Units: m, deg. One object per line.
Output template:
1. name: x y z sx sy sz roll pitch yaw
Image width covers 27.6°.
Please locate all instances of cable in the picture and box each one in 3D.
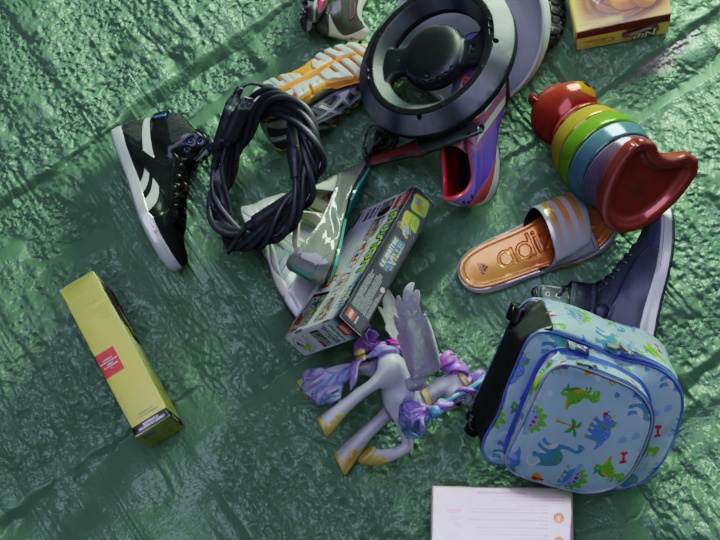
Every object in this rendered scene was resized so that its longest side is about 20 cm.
1. cable: -0.109 -0.107 1.665 0.163 0.051 0.201 28 105 35

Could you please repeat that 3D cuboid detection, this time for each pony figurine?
1. pony figurine: 0.036 0.114 1.628 0.199 0.167 0.194 -27 104 -5

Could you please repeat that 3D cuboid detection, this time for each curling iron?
1. curling iron: 0.067 -0.152 1.686 0.199 0.025 0.050 -3 84 52

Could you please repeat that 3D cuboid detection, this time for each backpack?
1. backpack: 0.237 0.146 1.550 0.199 0.147 0.184 15 115 -13

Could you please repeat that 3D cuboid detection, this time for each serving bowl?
1. serving bowl: 0.142 -0.295 1.732 0.199 0.066 0.201 10 108 32

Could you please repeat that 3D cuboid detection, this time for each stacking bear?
1. stacking bear: 0.265 -0.144 1.664 0.114 0.121 0.200 -59 43 22

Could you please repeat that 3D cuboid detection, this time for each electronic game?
1. electronic game: 0.086 -0.241 1.668 0.199 0.042 0.201 -14 61 27

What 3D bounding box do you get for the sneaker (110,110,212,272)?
1. sneaker: -0.217 -0.106 1.747 0.111 0.073 0.201 -24 71 1

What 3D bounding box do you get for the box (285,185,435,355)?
1. box: 0.000 0.000 1.640 0.035 0.110 0.200 43 56 -19

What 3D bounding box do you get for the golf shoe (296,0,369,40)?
1. golf shoe: -0.012 -0.377 1.814 0.088 0.077 0.201 18 78 -9

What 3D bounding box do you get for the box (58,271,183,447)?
1. box: -0.275 0.102 1.694 0.050 0.075 0.201 -30 74 -2

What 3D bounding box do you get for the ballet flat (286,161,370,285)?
1. ballet flat: -0.039 -0.066 1.678 0.063 0.068 0.201 21 44 -2

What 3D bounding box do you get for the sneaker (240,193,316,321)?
1. sneaker: -0.068 -0.005 1.703 0.080 0.070 0.201 -25 72 -4

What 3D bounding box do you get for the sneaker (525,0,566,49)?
1. sneaker: 0.187 -0.352 1.783 0.090 0.078 0.201 -23 72 23

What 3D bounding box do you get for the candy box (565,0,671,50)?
1. candy box: 0.297 -0.376 1.775 0.116 0.056 0.201 -11 71 4

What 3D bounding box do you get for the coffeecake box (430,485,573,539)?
1. coffeecake box: 0.151 0.336 1.573 0.152 0.073 0.201 0 74 7

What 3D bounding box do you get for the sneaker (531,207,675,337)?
1. sneaker: 0.271 0.008 1.653 0.145 0.077 0.203 14 77 8

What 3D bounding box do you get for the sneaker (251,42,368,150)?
1. sneaker: -0.039 -0.211 1.761 0.199 0.078 0.078 -24 41 -18

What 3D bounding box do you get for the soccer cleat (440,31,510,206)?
1. soccer cleat: 0.126 -0.172 1.686 0.068 0.073 0.201 10 103 34

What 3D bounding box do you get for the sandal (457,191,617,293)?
1. sandal: 0.208 -0.034 1.682 0.206 0.059 0.079 -27 73 -1
